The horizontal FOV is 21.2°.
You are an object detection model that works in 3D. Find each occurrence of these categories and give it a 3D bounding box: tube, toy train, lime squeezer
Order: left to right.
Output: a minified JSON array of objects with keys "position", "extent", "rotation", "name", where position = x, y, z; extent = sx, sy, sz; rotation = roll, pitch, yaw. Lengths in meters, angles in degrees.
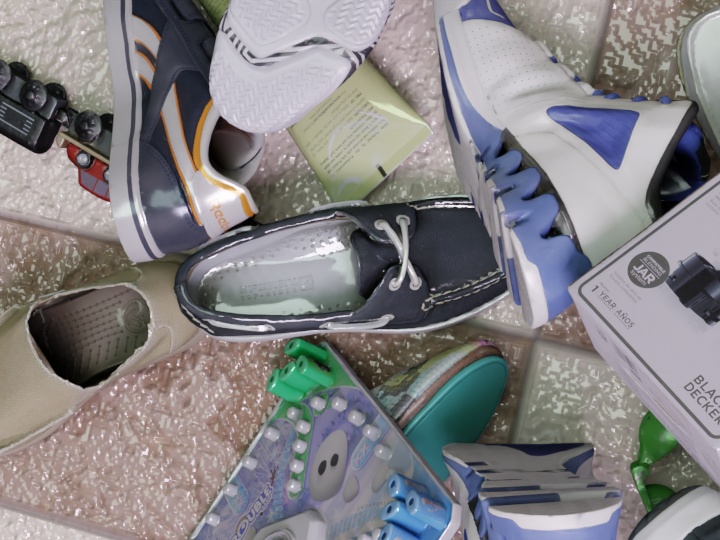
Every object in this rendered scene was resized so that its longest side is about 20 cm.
[{"position":[-0.142,-0.062,1.101],"extent":[0.200,0.034,0.046],"rotation":[30,101,17],"name":"toy train"},{"position":[-0.043,-0.129,1.067],"extent":[0.052,0.058,0.200],"rotation":[-33,79,-18],"name":"tube"},{"position":[0.172,0.113,0.998],"extent":[0.071,0.038,0.200],"rotation":[16,92,-13],"name":"lime squeezer"}]

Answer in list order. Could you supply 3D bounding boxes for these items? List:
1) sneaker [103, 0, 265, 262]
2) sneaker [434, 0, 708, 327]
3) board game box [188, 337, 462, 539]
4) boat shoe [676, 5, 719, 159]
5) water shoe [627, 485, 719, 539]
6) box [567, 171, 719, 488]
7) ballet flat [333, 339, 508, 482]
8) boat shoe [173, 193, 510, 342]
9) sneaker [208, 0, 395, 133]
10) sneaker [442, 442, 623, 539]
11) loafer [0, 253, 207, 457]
[{"position":[-0.093,-0.097,1.046],"extent":[0.079,0.078,0.200],"rotation":[-13,58,9],"name":"sneaker"},{"position":[0.110,-0.064,0.974],"extent":[0.115,0.081,0.200],"rotation":[-14,50,-5],"name":"sneaker"},{"position":[-0.047,0.154,0.997],"extent":[0.200,0.026,0.200],"rotation":[-57,30,9],"name":"board game box"},{"position":[0.222,-0.051,0.963],"extent":[0.075,0.068,0.200],"rotation":[-33,78,14],"name":"boat shoe"},{"position":[0.174,0.174,0.902],"extent":[0.071,0.200,0.079],"rotation":[-38,54,-1],"name":"water shoe"},{"position":[0.210,-0.002,0.868],"extent":[0.200,0.060,0.117],"rotation":[-38,53,-4],"name":"box"},{"position":[0.005,0.115,1.036],"extent":[0.071,0.069,0.200],"rotation":[33,99,43],"name":"ballet flat"},{"position":[0.000,0.000,1.022],"extent":[0.200,0.060,0.076],"rotation":[-15,80,3],"name":"boat shoe"},{"position":[-0.002,-0.152,1.009],"extent":[0.075,0.115,0.200],"rotation":[33,90,9],"name":"sneaker"},{"position":[0.081,0.149,0.933],"extent":[0.080,0.199,0.115],"rotation":[0,96,0],"name":"sneaker"},{"position":[-0.177,0.048,1.090],"extent":[0.200,0.068,0.076],"rotation":[-31,79,15],"name":"loafer"}]
